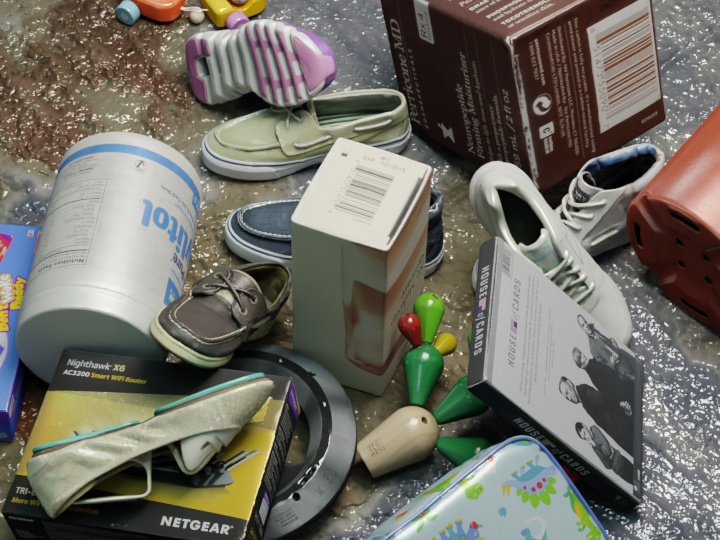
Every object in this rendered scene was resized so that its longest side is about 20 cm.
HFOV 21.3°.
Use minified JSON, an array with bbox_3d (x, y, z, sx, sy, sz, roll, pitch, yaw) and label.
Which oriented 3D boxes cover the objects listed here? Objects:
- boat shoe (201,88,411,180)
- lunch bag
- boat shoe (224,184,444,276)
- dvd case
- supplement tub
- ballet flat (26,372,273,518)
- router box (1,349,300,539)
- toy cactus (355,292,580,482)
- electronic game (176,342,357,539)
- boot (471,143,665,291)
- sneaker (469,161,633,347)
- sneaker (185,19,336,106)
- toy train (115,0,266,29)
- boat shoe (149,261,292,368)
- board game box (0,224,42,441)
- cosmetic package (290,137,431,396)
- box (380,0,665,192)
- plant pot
[{"bbox_3d":[-0.051,-0.136,1.786,0.199,0.062,0.072,-10,52,-8],"label":"boat shoe"},{"bbox_3d":[0.091,0.237,1.447,0.200,0.082,0.161,-36,89,-27],"label":"lunch bag"},{"bbox_3d":[-0.023,-0.051,1.700,0.200,0.091,0.071,5,51,3],"label":"boat shoe"},{"bbox_3d":[0.162,0.084,1.551,0.025,0.200,0.151,-28,38,35],"label":"dvd case"},{"bbox_3d":[-0.213,-0.007,1.636,0.132,0.132,0.200,5,52,2],"label":"supplement tub"},{"bbox_3d":[-0.154,0.137,1.463,0.200,0.067,0.062,-19,79,-2],"label":"ballet flat"},{"bbox_3d":[-0.163,0.150,1.516,0.199,0.052,0.158,6,54,13],"label":"router box"},{"bbox_3d":[0.075,0.117,1.566,0.165,0.102,0.200,-31,80,-3],"label":"toy cactus"},{"bbox_3d":[-0.101,0.143,1.572,0.199,0.042,0.200,-4,52,5],"label":"electronic game"},{"bbox_3d":[0.185,-0.049,1.700,0.200,0.096,0.074,-29,57,-23],"label":"boot"},{"bbox_3d":[0.161,-0.003,1.631,0.070,0.080,0.200,-39,95,5],"label":"sneaker"},{"bbox_3d":[-0.079,-0.200,1.794,0.088,0.081,0.200,-17,15,-35],"label":"sneaker"},{"bbox_3d":[-0.152,-0.313,1.932,0.150,0.056,0.200,27,56,19],"label":"toy train"},{"bbox_3d":[-0.112,0.027,1.575,0.073,0.065,0.200,36,18,6],"label":"boat shoe"},{"bbox_3d":[-0.346,0.047,1.643,0.134,0.045,0.200,5,51,2],"label":"board game box"},{"bbox_3d":[0.000,0.000,1.590,0.087,0.200,0.104,19,55,12],"label":"cosmetic package"},{"bbox_3d":[0.148,-0.201,1.745,0.164,0.166,0.200,-30,37,-23],"label":"box"},{"bbox_3d":[0.348,-0.064,1.667,0.195,0.201,0.201,-40,62,-20],"label":"plant pot"}]
